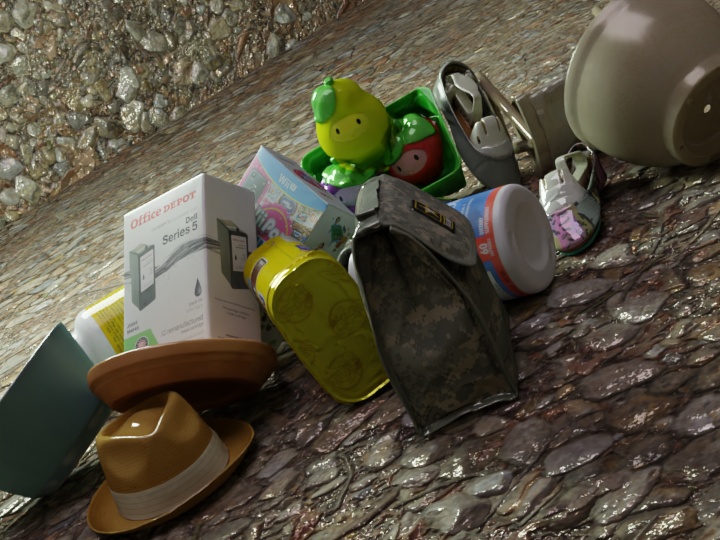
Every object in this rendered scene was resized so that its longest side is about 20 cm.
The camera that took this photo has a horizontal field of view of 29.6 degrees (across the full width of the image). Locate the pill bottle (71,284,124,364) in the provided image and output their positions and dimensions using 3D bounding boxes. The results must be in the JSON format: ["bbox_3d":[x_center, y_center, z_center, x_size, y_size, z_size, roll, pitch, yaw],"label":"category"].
[{"bbox_3d":[-0.287,0.076,1.723,0.199,0.113,0.112,-32,17,-16],"label":"pill bottle"}]

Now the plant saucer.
[{"bbox_3d":[-0.184,0.116,1.423,0.198,0.038,0.200,-8,-17,-2],"label":"plant saucer"}]

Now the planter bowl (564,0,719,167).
[{"bbox_3d":[0.336,-0.192,1.459,0.199,0.201,0.135,-31,43,-14],"label":"planter bowl"}]

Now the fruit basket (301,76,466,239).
[{"bbox_3d":[0.015,-0.149,1.721,0.214,0.156,0.216,-17,-27,-9],"label":"fruit basket"}]

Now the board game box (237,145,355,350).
[{"bbox_3d":[-0.108,-0.018,1.554,0.147,0.064,0.201,41,103,42],"label":"board game box"}]

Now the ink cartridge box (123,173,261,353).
[{"bbox_3d":[-0.188,0.014,1.512,0.145,0.202,0.084,-23,-28,37],"label":"ink cartridge box"}]

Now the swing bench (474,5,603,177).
[{"bbox_3d":[0.275,-0.221,1.716,0.198,0.130,0.200,-28,22,-3],"label":"swing bench"}]

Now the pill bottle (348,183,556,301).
[{"bbox_3d":[0.089,-0.011,1.394,0.199,0.113,0.112,-17,19,34],"label":"pill bottle"}]

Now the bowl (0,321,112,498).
[{"bbox_3d":[-0.343,0.167,1.482,0.201,0.105,0.201,-54,6,8],"label":"bowl"}]

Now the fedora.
[{"bbox_3d":[-0.201,0.176,1.339,0.199,0.082,0.201,-25,17,8],"label":"fedora"}]

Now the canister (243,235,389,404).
[{"bbox_3d":[-0.046,0.042,1.385,0.086,0.149,0.200,-38,15,-5],"label":"canister"}]

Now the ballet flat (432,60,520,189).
[{"bbox_3d":[0.146,-0.184,1.716,0.067,0.064,0.201,-14,56,-20],"label":"ballet flat"}]

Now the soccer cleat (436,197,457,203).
[{"bbox_3d":[0.093,-0.052,1.603,0.080,0.068,0.200,-13,17,2],"label":"soccer cleat"}]

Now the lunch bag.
[{"bbox_3d":[0.057,0.014,1.215,0.117,0.201,0.164,-24,16,10],"label":"lunch bag"}]

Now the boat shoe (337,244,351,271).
[{"bbox_3d":[0.000,0.000,1.582,0.072,0.066,0.200,-17,20,33],"label":"boat shoe"}]

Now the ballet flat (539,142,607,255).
[{"bbox_3d":[0.226,-0.086,1.474,0.069,0.072,0.200,-19,19,24],"label":"ballet flat"}]
